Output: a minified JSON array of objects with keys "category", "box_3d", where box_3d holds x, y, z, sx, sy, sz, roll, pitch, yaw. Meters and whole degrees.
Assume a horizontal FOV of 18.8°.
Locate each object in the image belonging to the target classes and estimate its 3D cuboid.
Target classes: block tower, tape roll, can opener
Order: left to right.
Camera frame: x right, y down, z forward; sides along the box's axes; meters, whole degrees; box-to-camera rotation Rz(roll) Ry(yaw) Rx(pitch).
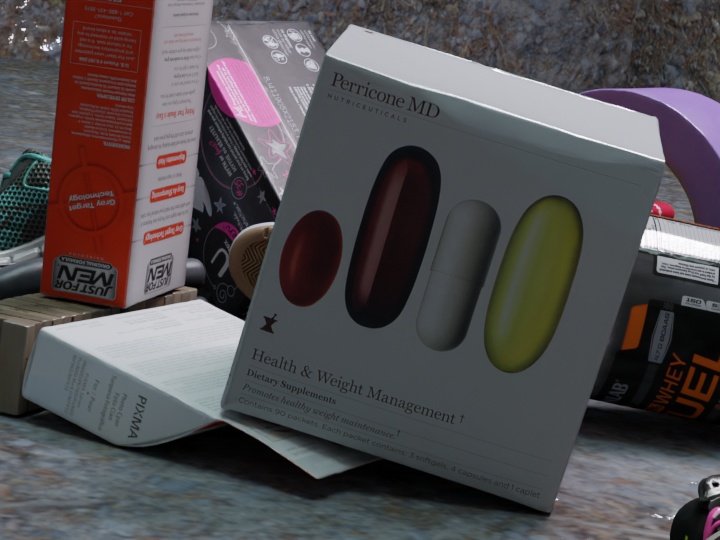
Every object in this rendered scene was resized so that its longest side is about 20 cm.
[{"category":"block tower","box_3d":[-0.170,0.042,1.323,0.058,0.054,0.200,10,10,24]},{"category":"can opener","box_3d":[-0.173,0.017,1.444,0.199,0.054,0.067,-3,-6,-44]},{"category":"tape roll","box_3d":[0.193,-0.027,1.525,0.199,0.201,0.085,13,12,34]}]

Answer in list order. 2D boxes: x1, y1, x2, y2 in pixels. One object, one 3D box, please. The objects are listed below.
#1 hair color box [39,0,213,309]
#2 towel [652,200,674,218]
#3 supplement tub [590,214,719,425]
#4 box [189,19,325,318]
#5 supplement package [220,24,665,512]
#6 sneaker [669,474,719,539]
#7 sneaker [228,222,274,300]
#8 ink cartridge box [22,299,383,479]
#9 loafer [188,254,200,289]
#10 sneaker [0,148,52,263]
[{"category":"hair color box","box_3d":[-0.141,-0.085,1.323,0.061,0.201,0.101,9,10,16]},{"category":"towel","box_3d":[0.140,-0.058,1.729,0.144,0.023,0.199,17,11,42]},{"category":"supplement tub","box_3d":[0.204,0.031,1.370,0.199,0.123,0.123,11,9,-4]},{"category":"box","box_3d":[-0.069,-0.076,1.616,0.132,0.115,0.201,-4,55,-41]},{"category":"supplement package","box_3d":[0.048,-0.006,1.195,0.190,0.201,0.147,17,14,2]},{"category":"sneaker","box_3d":[0.170,0.133,0.961,0.087,0.074,0.200,12,6,28]},{"category":"sneaker","box_3d":[0.000,0.000,1.515,0.199,0.071,0.109,11,13,-13]},{"category":"ink cartridge box","box_3d":[-0.067,0.081,1.242,0.199,0.048,0.160,26,17,27]},{"category":"loafer","box_3d":[-0.162,-0.009,1.634,0.071,0.073,0.200,-29,8,9]},{"category":"sneaker","box_3d":[-0.229,-0.037,1.491,0.199,0.092,0.078,-16,-15,2]}]
